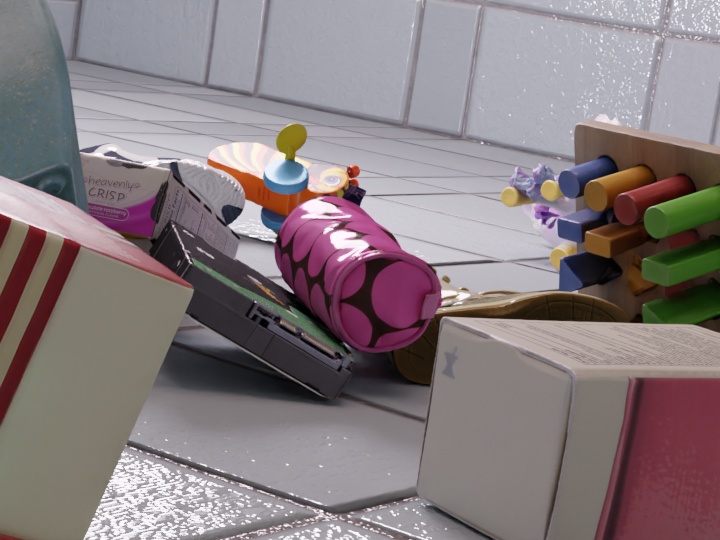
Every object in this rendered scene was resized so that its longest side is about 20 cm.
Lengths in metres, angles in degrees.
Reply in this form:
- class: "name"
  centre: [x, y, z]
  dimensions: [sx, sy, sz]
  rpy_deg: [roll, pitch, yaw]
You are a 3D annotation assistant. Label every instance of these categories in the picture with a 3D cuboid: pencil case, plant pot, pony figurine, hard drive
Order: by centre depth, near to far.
- class: "plant pot"
  centre: [-0.280, -0.087, 1.353]
  dimensions: [0.196, 0.196, 0.200]
  rpy_deg: [-23, 58, -17]
- class: "hard drive"
  centre: [-0.082, 0.026, 1.438]
  dimensions: [0.140, 0.038, 0.200]
  rpy_deg: [31, 3, -14]
- class: "pencil case"
  centre: [0.000, 0.000, 1.481]
  dimensions: [0.094, 0.091, 0.200]
  rpy_deg: [16, 12, -17]
- class: "pony figurine"
  centre: [0.252, -0.071, 2.262]
  dimensions: [0.200, 0.167, 0.193]
  rpy_deg: [3, 42, -49]

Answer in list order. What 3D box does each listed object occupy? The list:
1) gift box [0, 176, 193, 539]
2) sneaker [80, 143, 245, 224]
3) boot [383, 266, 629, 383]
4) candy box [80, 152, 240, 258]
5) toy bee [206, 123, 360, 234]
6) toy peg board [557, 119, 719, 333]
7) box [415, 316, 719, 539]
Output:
- class: "gift box"
  centre: [-0.217, 0.040, 0.875]
  dimensions: [0.200, 0.187, 0.185]
  rpy_deg: [21, 4, -27]
- class: "sneaker"
  centre: [-0.225, -0.091, 2.064]
  dimensions: [0.199, 0.080, 0.130]
  rpy_deg: [-4, 20, -13]
- class: "boot"
  centre: [0.093, 0.039, 1.556]
  dimensions: [0.200, 0.072, 0.155]
  rpy_deg: [-3, 12, -20]
- class: "candy box"
  centre: [-0.193, -0.038, 1.625]
  dimensions: [0.136, 0.061, 0.200]
  rpy_deg: [11, -12, 16]
- class: "toy bee"
  centre: [-0.057, -0.081, 2.075]
  dimensions: [0.200, 0.131, 0.109]
  rpy_deg: [44, 47, 11]
- class: "toy peg board"
  centre: [0.222, -0.001, 1.595]
  dimensions: [0.098, 0.200, 0.199]
  rpy_deg: [-17, 23, -36]
- class: "box"
  centre: [0.152, 0.094, 1.146]
  dimensions: [0.200, 0.109, 0.128]
  rpy_deg: [2, 11, -33]
